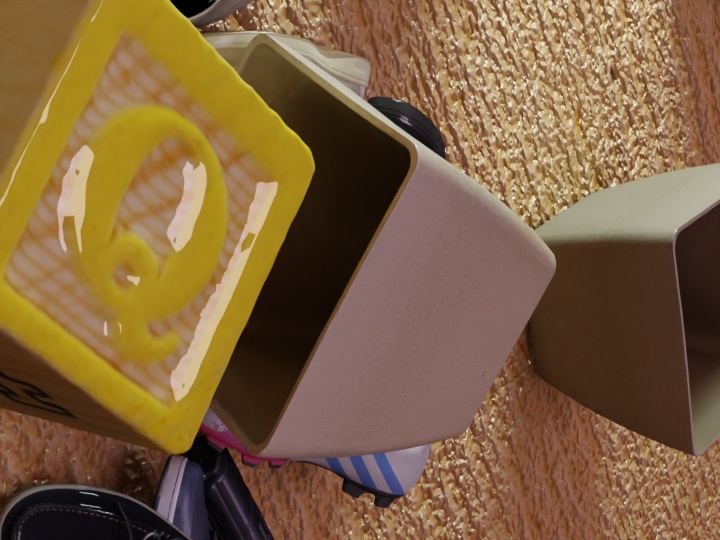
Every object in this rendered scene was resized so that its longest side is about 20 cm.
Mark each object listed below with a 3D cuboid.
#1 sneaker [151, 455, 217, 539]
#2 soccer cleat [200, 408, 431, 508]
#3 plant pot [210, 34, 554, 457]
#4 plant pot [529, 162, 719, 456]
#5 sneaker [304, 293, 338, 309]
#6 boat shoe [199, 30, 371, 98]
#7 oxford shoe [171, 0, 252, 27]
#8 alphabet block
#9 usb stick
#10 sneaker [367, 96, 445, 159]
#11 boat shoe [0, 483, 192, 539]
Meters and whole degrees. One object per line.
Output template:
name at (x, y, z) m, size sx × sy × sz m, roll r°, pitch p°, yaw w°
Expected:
sneaker at (-0.073, 0.222, 1.136) m, size 0.077 × 0.144 × 0.205 m, roll -83°, pitch 175°, yaw -75°
soccer cleat at (-0.032, 0.099, 1.192) m, size 0.199 × 0.070 × 0.087 m, roll 22°, pitch 104°, yaw -33°
plant pot at (0.000, 0.000, 1.076) m, size 0.176 × 0.200 × 0.201 m, roll 19°, pitch 104°, yaw -41°
plant pot at (0.253, 0.019, 1.494) m, size 0.199 × 0.176 × 0.202 m, roll -31°, pitch 119°, yaw -45°
sneaker at (-0.021, 0.069, 1.243) m, size 0.200 × 0.075 × 0.093 m, roll 42°, pitch 71°, yaw -44°
boat shoe at (-0.060, -0.124, 1.159) m, size 0.199 × 0.072 × 0.066 m, roll 4°, pitch 92°, yaw -58°
oxford shoe at (-0.100, -0.186, 1.091) m, size 0.199 × 0.073 × 0.072 m, roll -31°, pitch 120°, yaw -45°
alphabet block at (-0.177, -0.038, 0.918) m, size 0.196 × 0.199 × 0.197 m, roll 42°, pitch 64°, yaw -46°
usb stick at (-0.077, 0.200, 1.214) m, size 0.056 × 0.032 × 0.201 m, roll -107°, pitch 175°, yaw -56°
sneaker at (0.027, -0.033, 1.274) m, size 0.200 × 0.059 × 0.105 m, roll 68°, pitch 38°, yaw -57°
boat shoe at (-0.132, 0.192, 1.056) m, size 0.199 × 0.062 × 0.075 m, roll 29°, pitch 89°, yaw -10°
